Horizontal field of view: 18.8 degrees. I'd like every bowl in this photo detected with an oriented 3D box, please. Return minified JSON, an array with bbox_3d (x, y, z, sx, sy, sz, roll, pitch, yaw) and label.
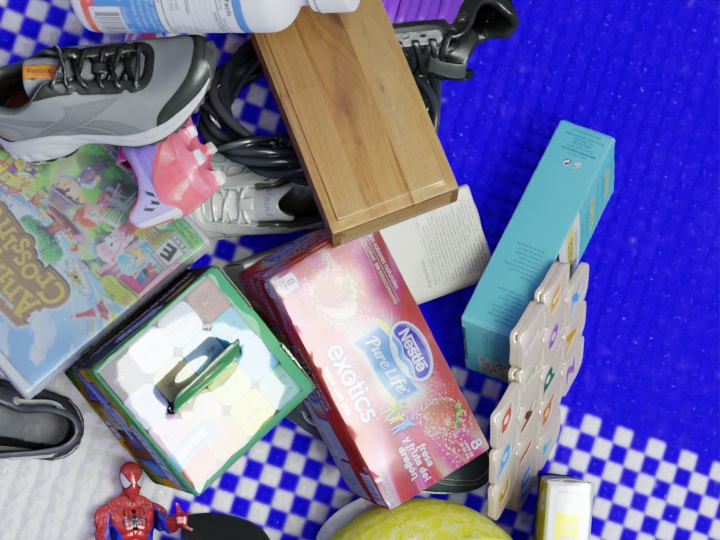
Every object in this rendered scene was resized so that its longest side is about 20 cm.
[{"bbox_3d":[0.022,0.240,1.689,0.199,0.201,0.108,-24,52,-16],"label":"bowl"}]

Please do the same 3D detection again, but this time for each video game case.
[{"bbox_3d":[-0.244,-0.034,1.636,0.182,0.022,0.200,-40,78,-13],"label":"video game case"}]

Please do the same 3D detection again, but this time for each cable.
[{"bbox_3d":[-0.035,-0.126,1.689,0.200,0.051,0.163,-32,67,-29],"label":"cable"}]

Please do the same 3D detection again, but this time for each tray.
[{"bbox_3d":[-0.010,-0.128,1.588,0.098,0.037,0.201,-20,74,-6],"label":"tray"}]

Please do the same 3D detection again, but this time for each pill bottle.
[{"bbox_3d":[-0.101,-0.225,1.544,0.199,0.112,0.113,1,88,11],"label":"pill bottle"}]

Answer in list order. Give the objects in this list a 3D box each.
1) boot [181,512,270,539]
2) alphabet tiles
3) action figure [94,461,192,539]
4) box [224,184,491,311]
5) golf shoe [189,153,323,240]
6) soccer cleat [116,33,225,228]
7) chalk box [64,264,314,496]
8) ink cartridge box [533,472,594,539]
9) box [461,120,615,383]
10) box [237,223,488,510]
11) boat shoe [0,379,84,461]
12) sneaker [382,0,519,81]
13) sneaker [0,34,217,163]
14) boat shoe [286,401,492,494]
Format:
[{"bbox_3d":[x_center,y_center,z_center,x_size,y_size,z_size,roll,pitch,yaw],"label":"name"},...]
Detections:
[{"bbox_3d":[-0.104,0.302,1.663,0.069,0.200,0.175,1,120,-27],"label":"boot"},{"bbox_3d":[0.137,0.092,1.702,0.015,0.201,0.196,17,46,18],"label":"alphabet tiles"},{"bbox_3d":[-0.167,0.247,1.653,0.065,0.099,0.201,-2,87,-17],"label":"action figure"},{"bbox_3d":[0.000,0.000,1.720,0.199,0.068,0.083,-18,95,-16],"label":"box"},{"bbox_3d":[-0.093,-0.059,1.679,0.199,0.097,0.079,-9,98,-15],"label":"golf shoe"},{"bbox_3d":[-0.159,-0.116,1.637,0.076,0.201,0.067,-30,139,10],"label":"soccer cleat"},{"bbox_3d":[-0.125,0.081,1.612,0.125,0.200,0.124,-41,100,-13],"label":"chalk box"},{"bbox_3d":[0.152,0.261,1.693,0.047,0.198,0.201,7,86,2],"label":"ink cartridge box"},{"bbox_3d":[0.143,-0.015,1.725,0.049,0.082,0.201,20,63,16],"label":"box"},{"bbox_3d":[0.001,0.068,1.634,0.095,0.100,0.201,-30,100,-15],"label":"box"},{"bbox_3d":[-0.304,0.105,1.630,0.199,0.063,0.073,11,86,-16],"label":"boat shoe"},{"bbox_3d":[0.039,-0.180,1.664,0.199,0.070,0.100,-27,62,-25],"label":"sneaker"},{"bbox_3d":[-0.194,-0.132,1.577,0.079,0.199,0.074,46,38,-50],"label":"sneaker"},{"bbox_3d":[0.024,0.128,1.727,0.199,0.062,0.073,26,82,-14],"label":"boat shoe"}]
